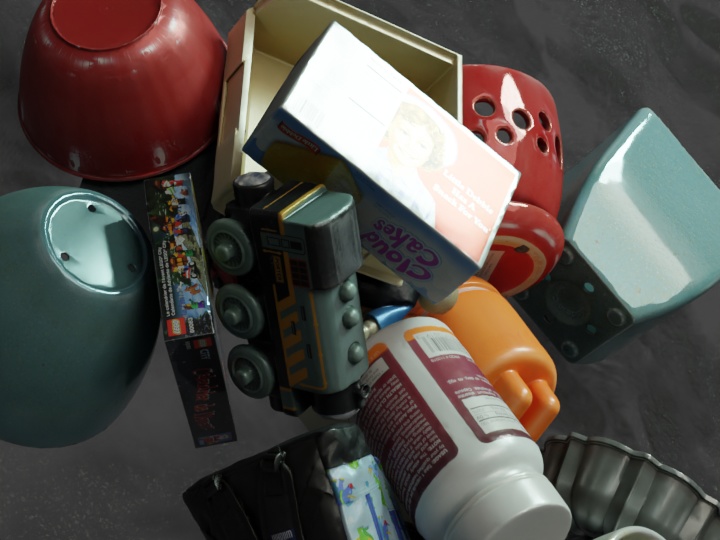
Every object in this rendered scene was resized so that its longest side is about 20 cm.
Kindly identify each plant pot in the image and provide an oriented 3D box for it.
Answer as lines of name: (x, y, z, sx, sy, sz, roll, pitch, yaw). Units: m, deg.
plant pot: (0.269, -0.012, 1.500, 0.196, 0.196, 0.200, 48, 49, 1)
plant pot: (-0.230, 0.015, 1.062, 0.198, 0.135, 0.202, 23, 46, -27)
plant pot: (0.113, -0.077, 1.398, 0.198, 0.200, 0.185, 14, 56, -34)

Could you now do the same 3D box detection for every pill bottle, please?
pill bottle: (0.072, 0.142, 1.085, 0.113, 0.115, 0.201, 5, 37, -39)

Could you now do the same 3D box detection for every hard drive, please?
hard drive: (-0.163, -0.100, 1.220, 0.133, 0.043, 0.202, 11, 59, 10)

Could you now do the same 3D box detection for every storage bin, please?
storage bin: (-0.017, -0.118, 1.187, 0.196, 0.094, 0.203, 19, 55, -26)

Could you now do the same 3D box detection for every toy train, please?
toy train: (-0.049, 0.023, 1.057, 0.085, 0.113, 0.203, -34, 126, -46)

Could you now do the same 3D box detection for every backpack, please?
backpack: (-0.025, 0.236, 1.060, 0.153, 0.162, 0.203, 9, 59, -55)

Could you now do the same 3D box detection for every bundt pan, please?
bundt pan: (0.239, 0.238, 1.273, 0.201, 0.201, 0.076, 38, 65, -12)

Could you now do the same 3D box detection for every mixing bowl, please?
mixing bowl: (-0.208, -0.188, 1.190, 0.197, 0.109, 0.203, -1, 58, 2)

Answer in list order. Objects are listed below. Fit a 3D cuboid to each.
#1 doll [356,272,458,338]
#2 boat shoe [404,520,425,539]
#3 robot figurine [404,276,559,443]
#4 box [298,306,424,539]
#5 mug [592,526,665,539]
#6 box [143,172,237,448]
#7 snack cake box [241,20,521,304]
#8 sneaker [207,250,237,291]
doll: (0.000, 0.000, 1.227, 0.198, 0.048, 0.138, 19, 55, -27)
boat shoe: (0.083, 0.254, 1.107, 0.072, 0.200, 0.064, -7, 99, -28)
robot figurine: (0.109, 0.083, 1.306, 0.142, 0.118, 0.201, -17, 43, -17)
box: (0.022, 0.139, 1.232, 0.201, 0.078, 0.095, 52, 40, 5)
mug: (0.175, 0.298, 1.168, 0.185, 0.152, 0.151, 27, 56, -35)
box: (-0.132, 0.037, 1.092, 0.037, 0.201, 0.138, -9, 61, -5)
snack cake box: (0.020, -0.085, 1.087, 0.199, 0.067, 0.116, 38, 47, -11)
sneaker: (-0.100, -0.054, 1.278, 0.095, 0.079, 0.202, 1, 58, -43)
